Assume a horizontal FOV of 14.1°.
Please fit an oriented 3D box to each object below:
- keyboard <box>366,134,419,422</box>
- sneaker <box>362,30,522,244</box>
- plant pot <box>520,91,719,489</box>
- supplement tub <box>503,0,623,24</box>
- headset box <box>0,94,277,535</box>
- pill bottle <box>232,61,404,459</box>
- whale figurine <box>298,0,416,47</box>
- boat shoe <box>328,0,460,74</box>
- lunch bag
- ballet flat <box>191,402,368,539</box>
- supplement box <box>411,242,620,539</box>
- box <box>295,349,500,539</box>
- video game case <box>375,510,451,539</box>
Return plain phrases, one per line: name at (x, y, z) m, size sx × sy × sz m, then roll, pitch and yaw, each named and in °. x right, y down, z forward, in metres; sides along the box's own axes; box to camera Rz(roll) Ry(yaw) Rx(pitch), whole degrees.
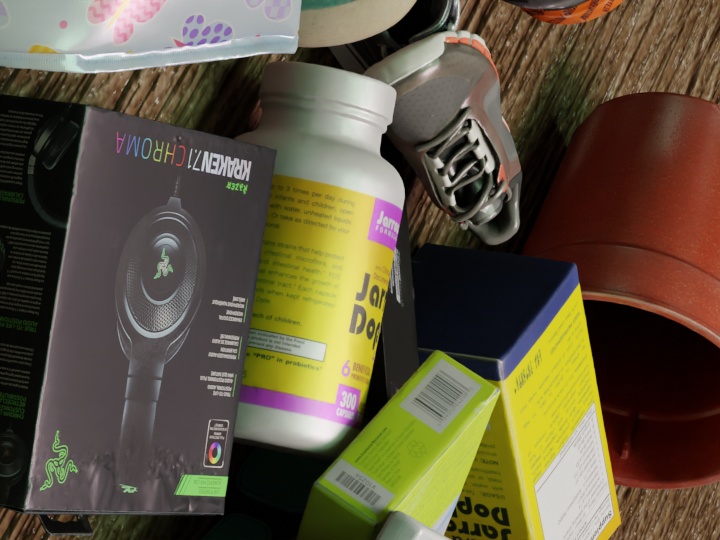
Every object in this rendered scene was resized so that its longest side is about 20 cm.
keyboard at (0.000, 0.000, 1.657) m, size 0.104 × 0.039 × 0.201 m, roll 50°, pitch 32°, yaw -61°
sneaker at (0.060, -0.071, 1.673) m, size 0.082 × 0.077 × 0.200 m, roll 66°, pitch 9°, yaw 23°
plant pot at (0.186, 0.003, 1.881) m, size 0.201 × 0.200 × 0.196 m, roll 65°, pitch 35°, yaw -45°
supplement tub at (0.096, -0.236, 1.712) m, size 0.200 × 0.122 × 0.123 m, roll 48°, pitch 56°, yaw -55°
headset box at (-0.134, 0.025, 1.391) m, size 0.174 × 0.092 × 0.201 m, roll 11°, pitch 88°, yaw -61°
pill bottle at (-0.035, -0.005, 1.551) m, size 0.104 × 0.104 × 0.201 m, roll 21°, pitch 79°, yaw -61°
whale figurine at (0.000, -0.202, 1.511) m, size 0.200 × 0.159 × 0.104 m, roll -37°, pitch 134°, yaw -26°
boat shoe at (0.024, -0.146, 1.658) m, size 0.200 × 0.068 × 0.072 m, roll 42°, pitch 61°, yaw -56°
lunch bag at (-0.119, -0.184, 1.316) m, size 0.200 × 0.127 × 0.170 m, roll -13°, pitch 117°, yaw -47°
ballet flat at (-0.054, 0.147, 1.608) m, size 0.200 × 0.068 × 0.063 m, roll -46°, pitch 150°, yaw -36°
supplement box at (0.076, 0.100, 1.772) m, size 0.109 × 0.109 × 0.201 m, roll -48°, pitch 136°, yaw -45°
box at (0.008, 0.148, 1.590) m, size 0.122 × 0.048 × 0.200 m, roll -46°, pitch 162°, yaw -38°
video game case at (-0.002, 0.220, 1.559) m, size 0.183 × 0.023 × 0.200 m, roll -58°, pitch 165°, yaw -3°
